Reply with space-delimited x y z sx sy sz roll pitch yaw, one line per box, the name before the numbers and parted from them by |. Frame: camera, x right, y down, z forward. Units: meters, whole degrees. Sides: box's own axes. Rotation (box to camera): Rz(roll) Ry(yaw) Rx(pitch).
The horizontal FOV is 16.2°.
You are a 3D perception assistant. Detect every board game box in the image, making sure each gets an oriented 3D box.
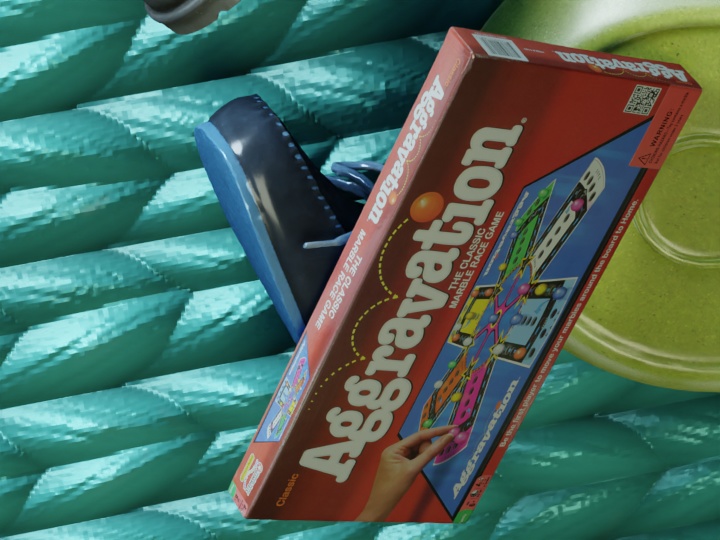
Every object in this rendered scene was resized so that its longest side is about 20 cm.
board game box | 0.035 0.009 0.898 0.103 0.019 0.200 5 124 -34

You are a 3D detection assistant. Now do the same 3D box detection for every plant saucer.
plant saucer | 0.127 -0.031 0.927 0.199 0.031 0.201 4 122 7

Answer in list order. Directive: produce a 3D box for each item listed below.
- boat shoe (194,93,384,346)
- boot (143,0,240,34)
boat shoe | 0.000 0.000 0.940 0.069 0.084 0.200 -30 139 -1
boot | -0.086 -0.190 0.799 0.200 0.066 0.165 31 102 -30
